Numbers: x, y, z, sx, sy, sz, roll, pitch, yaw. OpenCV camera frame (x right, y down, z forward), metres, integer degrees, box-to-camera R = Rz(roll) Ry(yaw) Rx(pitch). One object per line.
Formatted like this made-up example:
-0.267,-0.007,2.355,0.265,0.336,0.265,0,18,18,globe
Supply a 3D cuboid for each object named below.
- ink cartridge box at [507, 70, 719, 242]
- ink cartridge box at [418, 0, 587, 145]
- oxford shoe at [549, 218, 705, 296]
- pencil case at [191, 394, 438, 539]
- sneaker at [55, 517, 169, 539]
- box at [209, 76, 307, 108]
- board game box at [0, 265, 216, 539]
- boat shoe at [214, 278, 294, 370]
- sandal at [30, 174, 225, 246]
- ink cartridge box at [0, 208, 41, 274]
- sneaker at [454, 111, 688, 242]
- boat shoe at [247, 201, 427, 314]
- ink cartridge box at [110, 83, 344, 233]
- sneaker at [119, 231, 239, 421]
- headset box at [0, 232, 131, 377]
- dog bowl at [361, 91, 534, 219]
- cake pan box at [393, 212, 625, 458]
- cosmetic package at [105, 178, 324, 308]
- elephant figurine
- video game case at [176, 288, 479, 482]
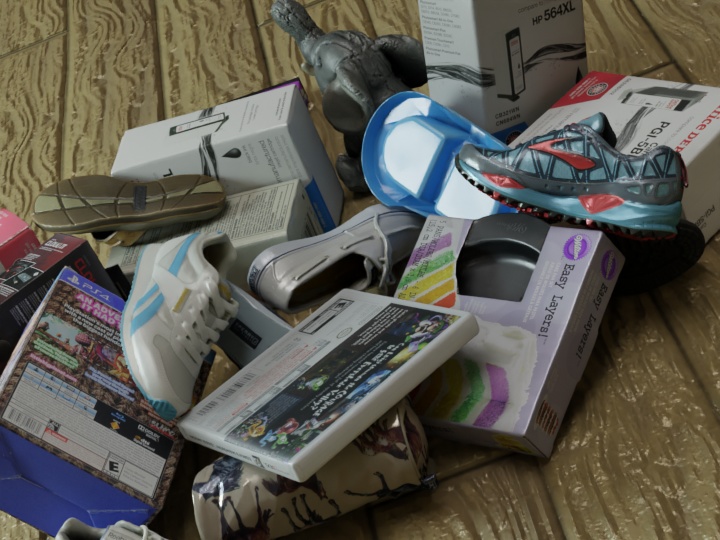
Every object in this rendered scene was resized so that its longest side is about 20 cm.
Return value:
0.260,-0.107,1.488,0.200,0.083,0.147,15,48,46,ink cartridge box
0.143,-0.211,1.564,0.146,0.201,0.084,-24,28,-32,ink cartridge box
0.203,-0.020,1.411,0.199,0.073,0.085,-11,33,19,oxford shoe
-0.039,0.169,1.280,0.199,0.090,0.078,-21,29,8,pencil case
-0.162,0.241,1.253,0.199,0.087,0.075,-1,38,30,sneaker
-0.130,-0.142,1.834,0.143,0.036,0.200,-18,34,9,box
-0.234,0.124,1.380,0.097,0.159,0.200,-50,15,36,board game box
-0.071,0.079,1.450,0.200,0.091,0.071,43,95,28,boat shoe
-0.231,-0.055,1.599,0.199,0.054,0.080,-3,40,3,sandal
-0.396,0.055,1.614,0.200,0.147,0.083,-36,33,-19,ink cartridge box
0.179,-0.087,1.343,0.199,0.079,0.096,16,89,20,sneaker
0.000,-0.004,1.497,0.202,0.075,0.086,-17,41,-34,boat shoe
-0.136,-0.090,1.660,0.199,0.146,0.084,-14,35,16,ink cartridge box
-0.152,0.040,1.372,0.081,0.077,0.200,-17,43,16,sneaker
-0.298,0.070,1.522,0.200,0.149,0.075,-39,26,-24,headset box
0.087,-0.090,1.499,0.200,0.112,0.049,37,23,35,dog bowl
0.106,0.048,1.339,0.184,0.052,0.200,9,66,38,cake pan box
-0.143,-0.011,1.604,0.199,0.087,0.104,-11,35,17,cosmetic package
0.005,-0.188,1.659,0.155,0.200,0.142,-15,33,14,elephant figurine
-0.028,0.087,1.297,0.200,0.023,0.182,-38,25,-26,video game case
